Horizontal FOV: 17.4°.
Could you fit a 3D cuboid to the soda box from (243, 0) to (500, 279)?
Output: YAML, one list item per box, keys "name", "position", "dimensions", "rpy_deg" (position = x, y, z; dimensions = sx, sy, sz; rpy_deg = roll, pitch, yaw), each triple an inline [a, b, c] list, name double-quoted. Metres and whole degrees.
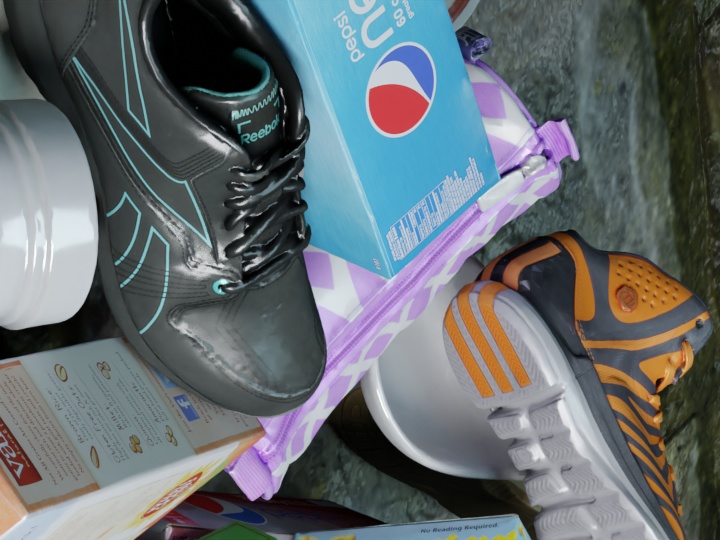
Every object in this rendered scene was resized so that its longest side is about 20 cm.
- name: "soda box"
  position: [-0.018, -0.098, 0.812]
  dimensions: [0.064, 0.068, 0.201]
  rpy_deg: [-41, 131, -26]

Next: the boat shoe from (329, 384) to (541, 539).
- name: "boat shoe"
  position: [0.049, 0.073, 1.152]
  dimensions: [0.200, 0.074, 0.067]
  rpy_deg: [43, 52, -49]

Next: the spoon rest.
- name: "spoon rest"
  position: [0.065, 0.065, 1.060]
  dimensions: [0.200, 0.060, 0.100]
  rpy_deg: [45, 53, -41]

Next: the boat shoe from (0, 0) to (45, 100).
- name: "boat shoe"
  position: [-0.150, -0.097, 0.789]
  dimensions: [0.075, 0.062, 0.201]
  rpy_deg: [-41, 134, -32]

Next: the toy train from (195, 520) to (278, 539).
- name: "toy train"
  position: [-0.095, 0.143, 0.883]
  dimensions: [0.199, 0.056, 0.042]
  rpy_deg: [-20, 123, -47]

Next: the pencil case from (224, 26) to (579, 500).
- name: "pencil case"
  position: [0.000, 0.000, 0.952]
  dimensions: [0.200, 0.085, 0.084]
  rpy_deg: [-47, 138, -10]

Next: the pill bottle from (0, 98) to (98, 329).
- name: "pill bottle"
  position: [-0.183, -0.008, 0.708]
  dimensions: [0.199, 0.104, 0.105]
  rpy_deg: [-8, 114, -34]

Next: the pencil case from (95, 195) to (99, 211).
- name: "pencil case"
  position: [-0.069, -0.115, 0.864]
  dimensions: [0.091, 0.093, 0.202]
  rpy_deg: [-42, 140, -60]

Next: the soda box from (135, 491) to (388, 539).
- name: "soda box"
  position: [-0.055, 0.138, 1.036]
  dimensions: [0.199, 0.063, 0.071]
  rpy_deg: [13, 94, -55]

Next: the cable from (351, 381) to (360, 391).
- name: "cable"
  position: [-0.026, -0.038, 1.012]
  dimensions: [0.163, 0.051, 0.201]
  rpy_deg: [-41, 136, -27]

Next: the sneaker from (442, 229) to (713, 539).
- name: "sneaker"
  position: [0.123, 0.072, 1.030]
  dimensions: [0.112, 0.077, 0.201]
  rpy_deg: [-33, 103, -38]

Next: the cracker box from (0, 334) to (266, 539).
- name: "cracker box"
  position: [-0.130, 0.085, 0.809]
  dimensions: [0.134, 0.058, 0.200]
  rpy_deg: [-38, 172, 17]

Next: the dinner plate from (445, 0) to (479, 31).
- name: "dinner plate"
  position: [0.007, -0.188, 0.967]
  dimensions: [0.200, 0.024, 0.202]
  rpy_deg: [-1, 91, -58]

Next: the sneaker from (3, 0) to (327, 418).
- name: "sneaker"
  position: [-0.053, -0.031, 0.795]
  dimensions: [0.075, 0.079, 0.201]
  rpy_deg: [-45, 123, -34]

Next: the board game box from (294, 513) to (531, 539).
- name: "board game box"
  position: [0.024, 0.216, 0.966]
  dimensions: [0.105, 0.102, 0.201]
  rpy_deg: [60, 29, -48]
